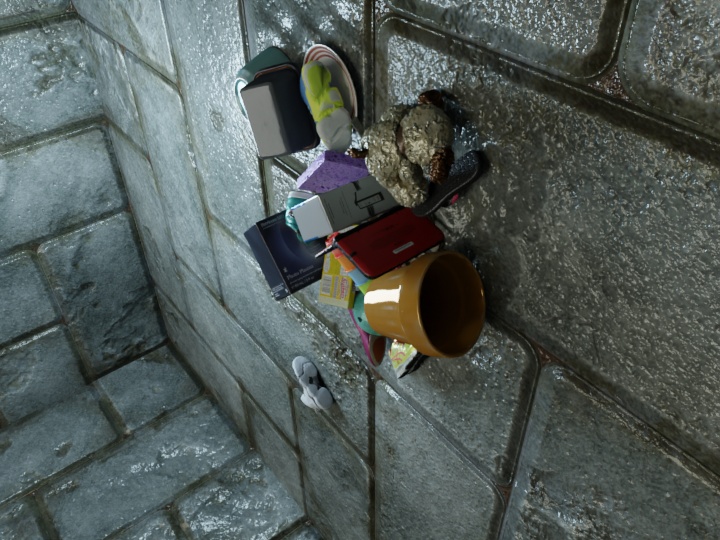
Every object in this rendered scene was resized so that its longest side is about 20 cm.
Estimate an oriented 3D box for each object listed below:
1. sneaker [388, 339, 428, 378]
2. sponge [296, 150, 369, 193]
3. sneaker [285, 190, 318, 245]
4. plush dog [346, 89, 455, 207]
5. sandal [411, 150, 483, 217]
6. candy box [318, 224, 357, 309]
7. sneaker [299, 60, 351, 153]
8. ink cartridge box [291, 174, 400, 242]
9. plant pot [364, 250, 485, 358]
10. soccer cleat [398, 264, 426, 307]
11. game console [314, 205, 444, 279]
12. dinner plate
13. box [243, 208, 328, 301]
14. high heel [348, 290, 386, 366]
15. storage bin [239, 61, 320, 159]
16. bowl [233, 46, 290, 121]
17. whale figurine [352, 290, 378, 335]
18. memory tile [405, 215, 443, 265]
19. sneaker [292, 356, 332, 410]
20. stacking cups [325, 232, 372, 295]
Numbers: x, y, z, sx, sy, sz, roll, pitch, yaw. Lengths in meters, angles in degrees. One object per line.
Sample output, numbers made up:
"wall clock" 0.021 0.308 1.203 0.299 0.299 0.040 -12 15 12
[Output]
"sneaker" 0.111 0.188 1.539 0.091 0.078 0.200 61 151 18
"sponge" -0.060 -0.213 1.434 0.200 0.111 0.030 156 120 -66
"sneaker" -0.101 -0.118 1.530 0.199 0.084 0.121 11 82 30
"plush dog" 0.086 -0.227 1.128 0.171 0.160 0.201 -18 76 40
"sandal" 0.162 -0.151 1.181 0.200 0.045 0.075 -30 60 49
"candy box" -0.047 -0.014 1.561 0.102 0.026 0.201 10 93 39
"sneaker" -0.075 -0.345 1.366 0.105 0.075 0.201 -135 27 -65
"ink cartridge box" -0.021 -0.137 1.348 0.146 0.200 0.085 -14 100 61
"plant pot" 0.113 0.068 1.264 0.183 0.200 0.201 -5 110 47
"soccer cleat" 0.087 0.029 1.415 0.200 0.067 0.077 45 138 22
"game console" 0.037 -0.047 1.293 0.172 0.200 0.119 47 148 26
"dinner plate" -0.061 -0.386 1.386 0.200 0.024 0.201 38 143 37
"box" -0.159 -0.058 1.643 0.199 0.200 0.123 63 152 -1
"high heel" 0.011 0.150 1.679 0.096 0.067 0.201 3 102 47
"storage bin" -0.193 -0.341 1.418 0.145 0.134 0.201 -6 112 20
"bowl" -0.232 -0.423 1.553 0.201 0.105 0.201 40 145 35
"whale figurine" 0.050 0.083 1.518 0.159 0.104 0.200 59 149 7
"memory tile" 0.134 -0.040 1.366 0.153 0.017 0.201 -8 106 60
"sneaker" -0.179 0.392 2.196 0.200 0.075 0.115 56 149 5
"stacking cups" 0.000 0.000 1.410 0.200 0.060 0.060 53 154 -14
